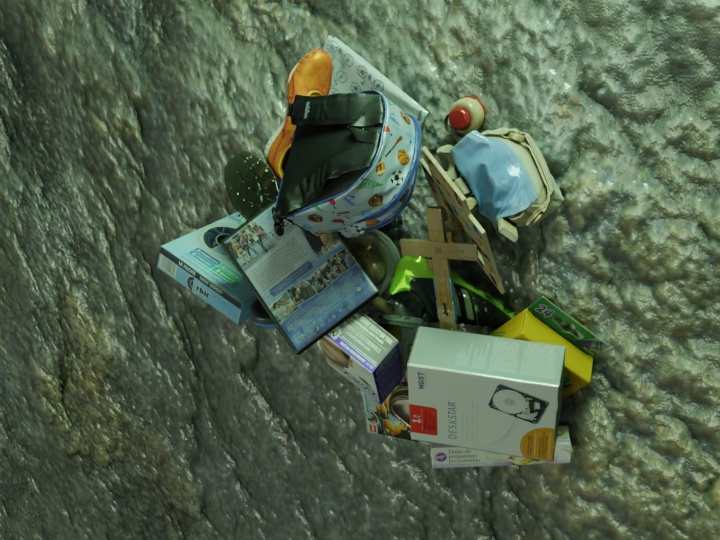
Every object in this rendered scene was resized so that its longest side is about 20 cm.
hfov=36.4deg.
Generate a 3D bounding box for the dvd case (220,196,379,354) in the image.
[{"bbox_3d":[-0.086,-0.004,1.513,0.142,0.018,0.200,-37,74,3],"label":"dvd case"}]

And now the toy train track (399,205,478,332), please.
[{"bbox_3d":[0.116,0.007,1.465,0.114,0.033,0.201,5,114,32],"label":"toy train track"}]

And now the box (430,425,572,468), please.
[{"bbox_3d":[0.199,0.251,1.558,0.199,0.042,0.039,-2,122,5],"label":"box"}]

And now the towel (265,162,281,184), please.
[{"bbox_3d":[-0.066,-0.128,1.630,0.199,0.048,0.112,-9,96,46],"label":"towel"}]

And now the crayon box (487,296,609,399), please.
[{"bbox_3d":[0.227,0.133,1.509,0.125,0.052,0.200,35,133,-14],"label":"crayon box"}]

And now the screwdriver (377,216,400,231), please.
[{"bbox_3d":[-0.018,-0.061,1.662,0.199,0.028,0.029,-13,73,42],"label":"screwdriver"}]

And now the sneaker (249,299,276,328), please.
[{"bbox_3d":[-0.084,0.064,1.653,0.066,0.199,0.079,42,131,31],"label":"sneaker"}]

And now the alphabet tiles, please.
[{"bbox_3d":[0.128,-0.074,1.433,0.168,0.008,0.200,56,177,32],"label":"alphabet tiles"}]

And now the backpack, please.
[{"bbox_3d":[-0.008,-0.139,1.437,0.190,0.154,0.201,-19,57,49],"label":"backpack"}]

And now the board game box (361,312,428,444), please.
[{"bbox_3d":[0.057,0.167,1.701,0.126,0.035,0.201,5,113,35],"label":"board game box"}]

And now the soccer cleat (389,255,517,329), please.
[{"bbox_3d":[0.133,0.047,1.527,0.199,0.068,0.081,30,97,-7],"label":"soccer cleat"}]

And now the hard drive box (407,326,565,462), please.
[{"bbox_3d":[0.169,0.166,1.472,0.199,0.077,0.156,7,133,14],"label":"hard drive box"}]

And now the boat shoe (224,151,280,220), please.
[{"bbox_3d":[-0.128,-0.081,1.588,0.075,0.074,0.200,-35,73,1],"label":"boat shoe"}]

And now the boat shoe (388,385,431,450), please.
[{"bbox_3d":[0.128,0.235,1.624,0.199,0.072,0.072,26,116,10],"label":"boat shoe"}]

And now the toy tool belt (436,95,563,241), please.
[{"bbox_3d":[0.164,-0.133,1.419,0.200,0.123,0.125,52,132,6],"label":"toy tool belt"}]

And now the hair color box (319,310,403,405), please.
[{"bbox_3d":[0.001,0.120,1.585,0.109,0.065,0.200,37,165,16],"label":"hair color box"}]

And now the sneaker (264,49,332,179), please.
[{"bbox_3d":[-0.075,-0.216,1.555,0.077,0.073,0.201,47,129,42],"label":"sneaker"}]

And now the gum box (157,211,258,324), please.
[{"bbox_3d":[-0.183,-0.011,1.695,0.169,0.200,0.045,32,126,22],"label":"gum box"}]

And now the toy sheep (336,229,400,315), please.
[{"bbox_3d":[0.000,0.000,1.597,0.138,0.137,0.200,62,168,-3],"label":"toy sheep"}]

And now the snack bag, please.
[{"bbox_3d":[-0.012,-0.209,1.590,0.188,0.021,0.200,41,130,15],"label":"snack bag"}]
